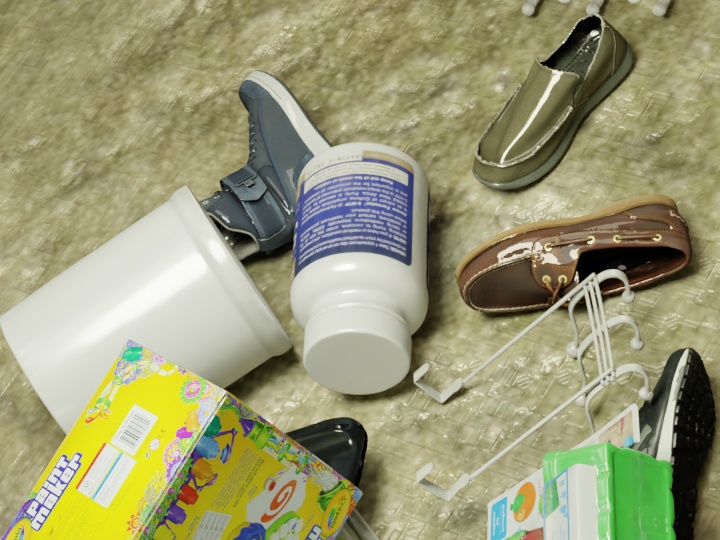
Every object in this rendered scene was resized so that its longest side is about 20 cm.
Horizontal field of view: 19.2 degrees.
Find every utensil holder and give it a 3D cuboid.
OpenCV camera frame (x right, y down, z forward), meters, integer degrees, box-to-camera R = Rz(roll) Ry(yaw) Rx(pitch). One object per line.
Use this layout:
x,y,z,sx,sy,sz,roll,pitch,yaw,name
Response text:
-0.187,0.049,1.840,0.200,0.170,0.170,-33,47,-1,utensil holder

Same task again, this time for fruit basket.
0.143,0.214,1.554,0.200,0.094,0.185,-34,43,45,fruit basket

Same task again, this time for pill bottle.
0.000,0.000,1.825,0.120,0.120,0.200,-11,48,16,pill bottle

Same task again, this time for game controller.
-0.085,0.182,1.741,0.200,0.042,0.104,-20,41,26,game controller

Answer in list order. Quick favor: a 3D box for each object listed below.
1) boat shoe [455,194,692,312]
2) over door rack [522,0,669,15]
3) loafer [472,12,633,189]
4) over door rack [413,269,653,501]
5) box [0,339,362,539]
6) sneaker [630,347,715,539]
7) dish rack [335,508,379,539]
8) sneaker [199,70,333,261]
0.178,-0.005,1.780,0.200,0.070,0.070,-20,43,9,boat shoe
0.182,-0.285,1.917,0.148,0.200,0.067,4,68,27,over door rack
0.165,-0.157,1.913,0.075,0.070,0.200,24,66,37,loafer
0.141,0.097,1.702,0.200,0.067,0.148,-30,28,17,over door rack
-0.136,0.194,1.600,0.122,0.193,0.200,24,77,43,box
0.214,0.145,1.641,0.087,0.076,0.200,-3,51,30,sneaker
-0.064,0.273,1.682,0.200,0.044,0.172,-36,47,-5,dish rack
-0.105,-0.096,1.983,0.146,0.077,0.202,-32,48,-6,sneaker
